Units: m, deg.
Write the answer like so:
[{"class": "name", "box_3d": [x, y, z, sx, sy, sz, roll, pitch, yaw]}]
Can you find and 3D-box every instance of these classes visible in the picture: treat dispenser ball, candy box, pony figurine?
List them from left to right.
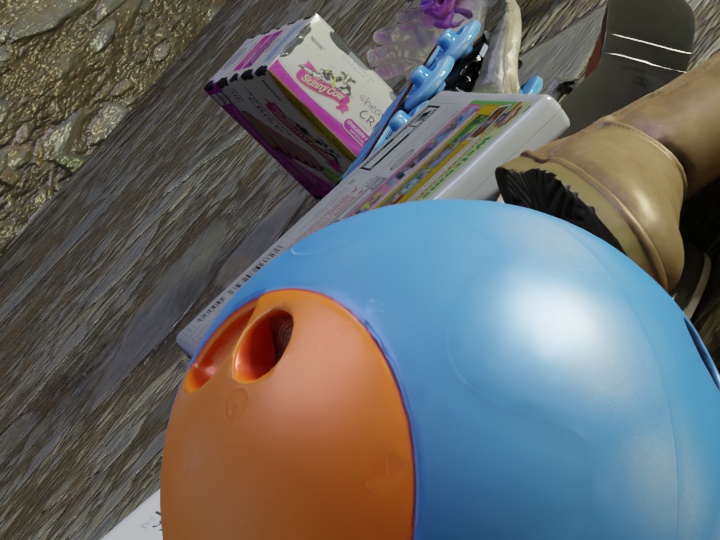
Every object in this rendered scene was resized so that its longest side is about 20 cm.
[{"class": "candy box", "box_3d": [-0.035, -0.122, 1.650, 0.061, 0.136, 0.200, -49, 13, -12]}, {"class": "treat dispenser ball", "box_3d": [0.031, 0.076, 0.724, 0.201, 0.201, 0.201, -42, 14, 12]}, {"class": "pony figurine", "box_3d": [0.089, -0.247, 1.688, 0.191, 0.168, 0.200, -13, 7, -7]}]

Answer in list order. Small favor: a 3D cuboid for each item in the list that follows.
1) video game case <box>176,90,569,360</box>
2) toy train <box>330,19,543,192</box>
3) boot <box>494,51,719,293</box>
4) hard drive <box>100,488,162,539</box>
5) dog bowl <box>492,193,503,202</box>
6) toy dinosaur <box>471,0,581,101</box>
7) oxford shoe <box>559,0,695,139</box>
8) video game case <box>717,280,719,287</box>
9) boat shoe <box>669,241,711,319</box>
[{"class": "video game case", "box_3d": [0.000, -0.015, 1.050, 0.200, 0.022, 0.182, -43, 13, -7]}, {"class": "toy train", "box_3d": [0.048, -0.084, 1.410, 0.114, 0.087, 0.200, -42, 13, 39]}, {"class": "boot", "box_3d": [0.165, -0.066, 0.905, 0.199, 0.066, 0.175, -29, 20, -4]}, {"class": "hard drive", "box_3d": [-0.036, 0.100, 0.921, 0.200, 0.026, 0.132, -40, 25, -20]}, {"class": "dog bowl", "box_3d": [0.042, 0.014, 1.186, 0.200, 0.059, 0.200, -42, 13, 12]}, {"class": "toy dinosaur", "box_3d": [0.095, -0.095, 1.307, 0.087, 0.048, 0.201, 9, 60, 23]}, {"class": "oxford shoe", "box_3d": [0.143, -0.075, 1.176, 0.201, 0.071, 0.072, -64, -7, -46]}, {"class": "video game case", "box_3d": [0.243, -0.043, 0.824, 0.200, 0.025, 0.181, -46, 14, 1]}, {"class": "boat shoe", "box_3d": [0.081, 0.051, 0.958, 0.200, 0.057, 0.067, -48, 14, -12]}]
